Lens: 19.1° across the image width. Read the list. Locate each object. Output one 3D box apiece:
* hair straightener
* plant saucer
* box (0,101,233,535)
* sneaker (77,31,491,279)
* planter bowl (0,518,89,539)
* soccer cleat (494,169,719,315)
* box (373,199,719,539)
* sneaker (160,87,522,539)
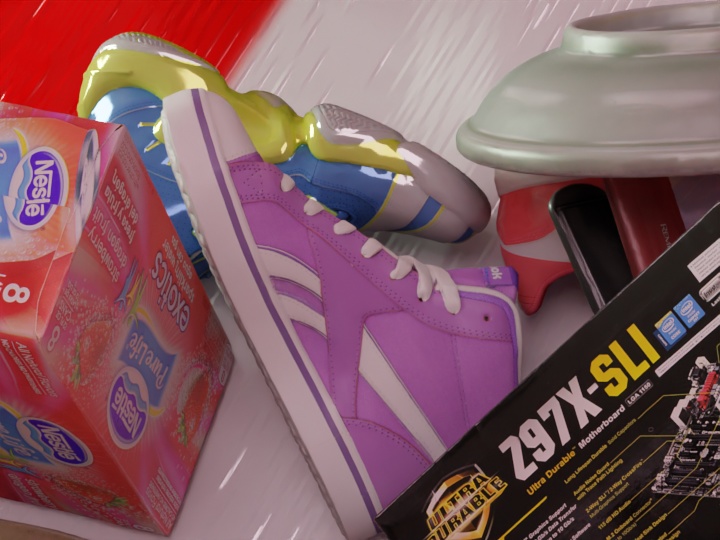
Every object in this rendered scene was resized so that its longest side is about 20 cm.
[{"bbox_3d":[0.122,0.056,0.866,0.041,0.077,0.200,-20,86,-40],"label":"hair straightener"},{"bbox_3d":[0.136,-0.079,0.865,0.200,0.200,0.050,-4,102,9],"label":"plant saucer"},{"bbox_3d":[-0.128,0.021,0.858,0.102,0.200,0.095,11,65,14],"label":"box"},{"bbox_3d":[-0.044,-0.028,0.948,0.200,0.076,0.105,23,87,22],"label":"sneaker"},{"bbox_3d":[-0.195,0.172,0.820,0.200,0.200,0.135,6,94,13],"label":"planter bowl"},{"bbox_3d":[0.158,-0.022,0.910,0.200,0.068,0.073,-3,86,6],"label":"soccer cleat"},{"bbox_3d":[0.122,0.088,0.762,0.200,0.049,0.160,-44,55,12],"label":"box"},{"bbox_3d":[0.000,0.000,0.886,0.114,0.073,0.201,-27,100,-3],"label":"sneaker"}]
